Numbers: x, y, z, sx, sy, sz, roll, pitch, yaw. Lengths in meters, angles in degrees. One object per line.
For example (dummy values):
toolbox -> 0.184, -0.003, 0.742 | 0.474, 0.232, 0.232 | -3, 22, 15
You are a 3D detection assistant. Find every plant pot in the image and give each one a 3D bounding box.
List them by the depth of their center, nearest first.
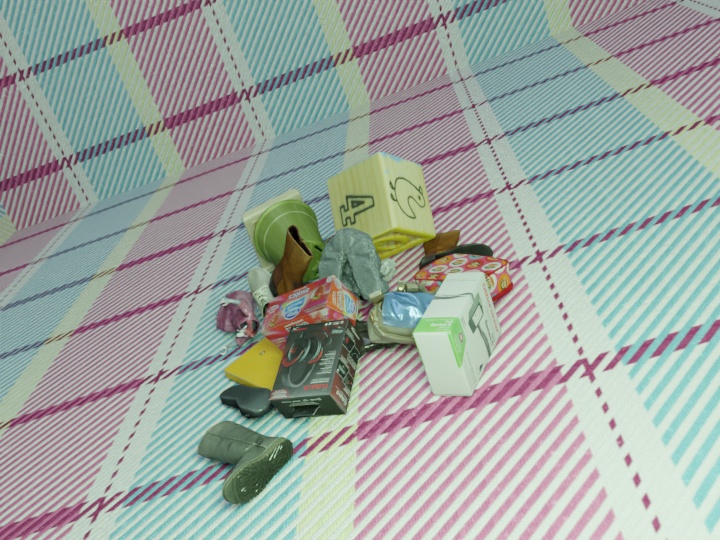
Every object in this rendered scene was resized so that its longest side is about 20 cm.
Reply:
plant pot -> -0.174, -0.066, 2.090 | 0.197, 0.203, 0.190 | -27, 38, -12

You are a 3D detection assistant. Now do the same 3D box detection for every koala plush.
koala plush -> 0.000, 0.000, 1.819 | 0.174, 0.188, 0.200 | -9, -9, 19

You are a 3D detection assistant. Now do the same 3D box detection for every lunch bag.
lunch bag -> 0.234, 0.017, 1.666 | 0.175, 0.083, 0.198 | -31, 25, -32

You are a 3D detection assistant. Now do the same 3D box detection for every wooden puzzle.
wooden puzzle -> -0.229, -0.111, 2.174 | 0.183, 0.203, 0.037 | -27, 33, -13

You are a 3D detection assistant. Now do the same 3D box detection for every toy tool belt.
toy tool belt -> 0.109, 0.080, 1.538 | 0.196, 0.124, 0.126 | -5, 45, -10

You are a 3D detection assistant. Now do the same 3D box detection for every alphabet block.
alphabet block -> 0.052, -0.159, 1.914 | 0.194, 0.204, 0.193 | -23, -18, 37

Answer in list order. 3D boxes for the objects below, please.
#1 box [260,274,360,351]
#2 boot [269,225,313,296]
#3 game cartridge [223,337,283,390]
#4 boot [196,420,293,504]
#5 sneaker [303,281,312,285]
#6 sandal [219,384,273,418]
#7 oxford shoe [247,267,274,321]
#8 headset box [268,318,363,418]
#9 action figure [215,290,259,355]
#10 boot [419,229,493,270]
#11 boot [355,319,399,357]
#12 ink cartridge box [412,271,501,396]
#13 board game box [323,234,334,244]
box -> -0.110, 0.100, 1.634 | 0.198, 0.100, 0.097 | -21, 40, 34
boot -> -0.137, 0.026, 1.759 | 0.067, 0.201, 0.190 | -8, 54, -31
game cartridge -> -0.192, 0.209, 1.711 | 0.175, 0.033, 0.198 | -38, 31, -30
boot -> -0.244, 0.352, 1.413 | 0.197, 0.074, 0.181 | 9, 24, 38
sneaker -> -0.165, 0.082, 1.907 | 0.198, 0.076, 0.091 | -3, 39, 49
sandal -> -0.234, 0.281, 1.595 | 0.075, 0.044, 0.199 | -27, 14, -27
oxford shoe -> -0.236, 0.067, 1.879 | 0.075, 0.057, 0.202 | -41, 57, 17
headset box -> -0.089, 0.207, 1.515 | 0.146, 0.075, 0.203 | -10, 46, 28
action figure -> -0.295, 0.133, 1.896 | 0.146, 0.137, 0.199 | 1, 15, -31
boot -> 0.238, -0.051, 1.859 | 0.185, 0.069, 0.201 | -23, 16, 18
boot -> 0.029, 0.126, 1.657 | 0.171, 0.070, 0.201 | -20, 33, -1
ink cartridge box -> 0.188, 0.117, 1.430 | 0.083, 0.148, 0.201 | -4, 30, 32
board game box -> -0.032, -0.072, 2.140 | 0.118, 0.033, 0.200 | -23, 24, -12
